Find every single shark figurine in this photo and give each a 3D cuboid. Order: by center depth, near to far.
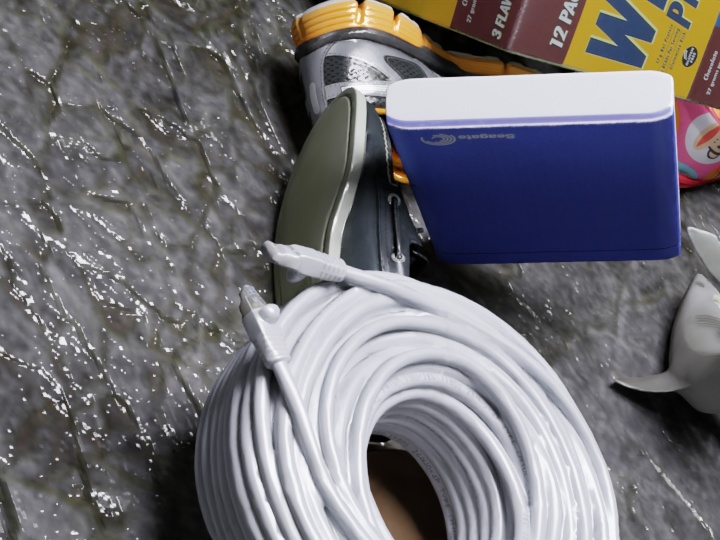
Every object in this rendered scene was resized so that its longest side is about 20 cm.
[{"bbox_3d":[0.186,0.048,1.204,0.089,0.215,0.129,1,80,-1],"label":"shark figurine"}]

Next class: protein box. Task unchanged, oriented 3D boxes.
[{"bbox_3d":[0.108,-0.195,1.251,0.199,0.135,0.198,9,13,-42],"label":"protein box"}]

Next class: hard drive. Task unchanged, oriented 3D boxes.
[{"bbox_3d":[0.091,-0.046,1.083,0.200,0.131,0.025,63,27,-70],"label":"hard drive"}]

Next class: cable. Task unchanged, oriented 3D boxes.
[{"bbox_3d":[0.023,0.098,0.931,0.199,0.069,0.201,12,57,-38],"label":"cable"}]

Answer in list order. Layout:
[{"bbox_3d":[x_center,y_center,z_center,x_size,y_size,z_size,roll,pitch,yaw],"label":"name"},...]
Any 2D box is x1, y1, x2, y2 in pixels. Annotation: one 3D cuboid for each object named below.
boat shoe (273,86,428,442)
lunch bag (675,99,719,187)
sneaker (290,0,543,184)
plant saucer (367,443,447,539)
[{"bbox_3d":[0.001,-0.001,1.064,0.066,0.075,0.200,24,43,-23],"label":"boat shoe"},{"bbox_3d":[0.234,-0.130,1.449,0.200,0.082,0.177,-15,68,-54],"label":"lunch bag"},{"bbox_3d":[0.042,-0.080,1.204,0.199,0.078,0.078,18,60,-34],"label":"sneaker"},{"bbox_3d":[0.038,0.161,0.987,0.200,0.029,0.201,29,39,-26],"label":"plant saucer"}]
